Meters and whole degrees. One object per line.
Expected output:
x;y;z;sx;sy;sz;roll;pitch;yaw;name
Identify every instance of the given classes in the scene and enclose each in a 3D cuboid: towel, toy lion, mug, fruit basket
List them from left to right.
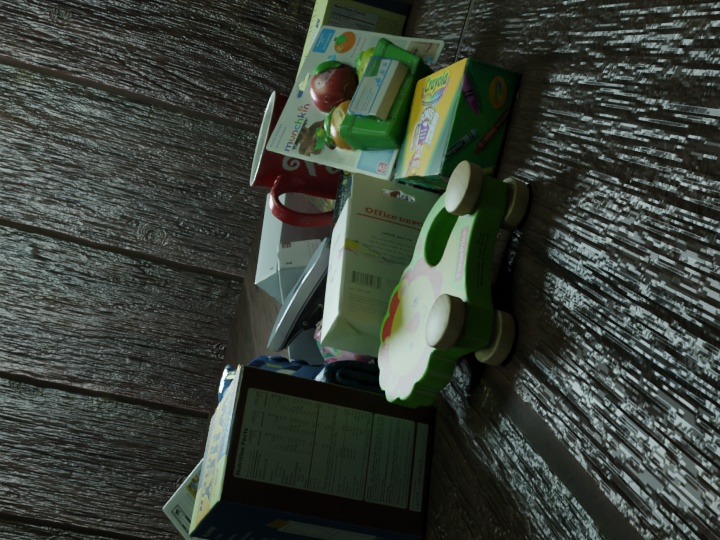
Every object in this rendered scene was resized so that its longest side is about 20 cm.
-0.046;-0.138;1.343;0.133;0.199;0.178;176;106;-77;mug
-0.014;0.154;1.081;0.200;0.111;0.049;125;157;-60;towel
-0.012;-0.216;1.185;0.094;0.200;0.186;37;-104;-59;fruit basket
0.072;0.023;0.889;0.192;0.068;0.201;147;136;-63;toy lion

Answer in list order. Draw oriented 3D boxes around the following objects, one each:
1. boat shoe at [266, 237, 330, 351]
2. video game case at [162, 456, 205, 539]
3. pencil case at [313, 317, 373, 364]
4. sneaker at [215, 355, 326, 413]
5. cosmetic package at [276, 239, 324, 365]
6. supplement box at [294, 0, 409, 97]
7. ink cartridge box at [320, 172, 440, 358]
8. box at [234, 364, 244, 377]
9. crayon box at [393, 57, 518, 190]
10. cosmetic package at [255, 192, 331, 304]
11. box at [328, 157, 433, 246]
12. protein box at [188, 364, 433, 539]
-0.061;0.043;1.285;0.200;0.066;0.070;-58;11;29;boat shoe
-0.181;0.370;1.396;0.182;0.200;0.023;-51;-16;30;video game case
0.001;0.065;1.179;0.200;0.087;0.088;136;146;-67;pencil case
-0.107;0.150;1.335;0.074;0.199;0.082;67;-166;-55;sneaker
-0.075;0.066;1.399;0.102;0.074;0.201;-105;11;-66;cosmetic package
-0.023;-0.371;1.647;0.200;0.134;0.200;-126;50;-75;supplement box
0.028;-0.004;1.055;0.068;0.116;0.201;120;161;-50;ink cartridge box
-0.157;0.228;1.206;0.200;0.041;0.119;-90;18;-55;box
0.097;-0.150;1.032;0.200;0.058;0.119;-161;85;-78;crayon box
-0.091;-0.022;1.536;0.052;0.151;0.200;-27;39;28;cosmetic package
0.033;-0.127;1.207;0.136;0.038;0.201;-16;56;41;box
-0.055;0.210;0.996;0.199;0.199;0.135;125;156;-60;protein box
